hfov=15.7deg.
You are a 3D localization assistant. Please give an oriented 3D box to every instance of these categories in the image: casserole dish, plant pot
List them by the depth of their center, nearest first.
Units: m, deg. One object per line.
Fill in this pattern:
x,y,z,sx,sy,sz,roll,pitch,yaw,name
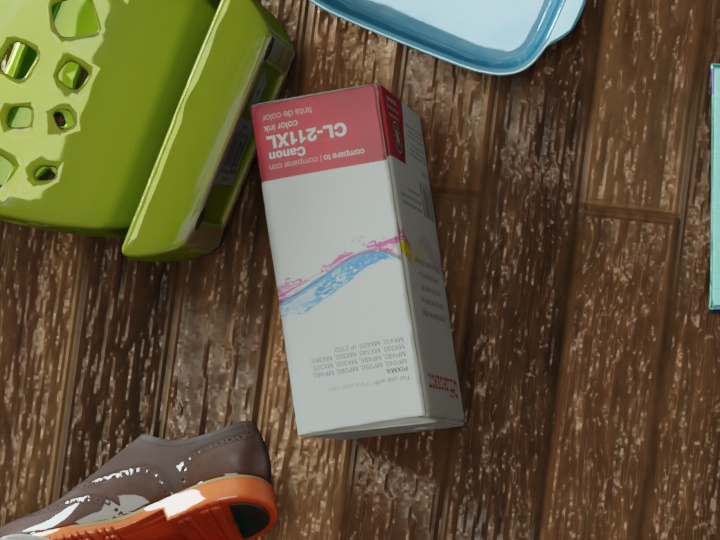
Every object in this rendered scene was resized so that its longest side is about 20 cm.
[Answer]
-0.153,-0.107,1.593,0.181,0.200,0.200,22,91,4,plant pot
0.049,-0.197,1.645,0.199,0.039,0.121,23,89,9,casserole dish

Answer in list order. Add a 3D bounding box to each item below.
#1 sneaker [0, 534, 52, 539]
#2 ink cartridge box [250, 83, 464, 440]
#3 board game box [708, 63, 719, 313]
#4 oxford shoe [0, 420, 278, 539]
-0.165,0.234,1.631,0.199,0.130,0.080,11,54,-25,sneaker
0.000,0.000,1.581,0.083,0.146,0.201,-9,84,9,ink cartridge box
0.311,-0.049,1.586,0.199,0.045,0.153,1,86,9,board game box
-0.146,0.149,1.644,0.199,0.071,0.073,-15,53,12,oxford shoe
